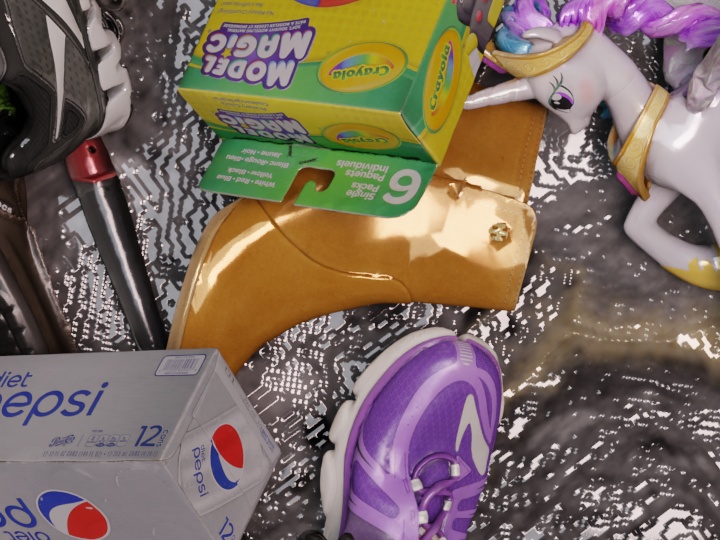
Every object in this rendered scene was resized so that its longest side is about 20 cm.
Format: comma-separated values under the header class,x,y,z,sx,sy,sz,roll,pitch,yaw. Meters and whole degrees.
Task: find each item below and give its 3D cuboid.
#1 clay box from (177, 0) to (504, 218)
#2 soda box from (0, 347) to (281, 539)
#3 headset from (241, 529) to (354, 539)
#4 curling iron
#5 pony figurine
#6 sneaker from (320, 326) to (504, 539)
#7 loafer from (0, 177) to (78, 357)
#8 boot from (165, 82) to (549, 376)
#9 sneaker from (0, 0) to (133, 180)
class,x,y,z,sx,sy,sz,roll,pitch,yaw
clay box,0.002,-0.122,0.896,0.115,0.048,0.200,8,65,31
soda box,-0.139,0.080,0.891,0.200,0.064,0.068,-4,133,30
headset,-0.090,0.135,0.902,0.199,0.094,0.124,2,56,22
curling iron,-0.116,-0.051,0.963,0.049,0.026,0.201,-12,89,4
pony figurine,0.167,-0.083,0.909,0.193,0.167,0.200,-43,104,8
sneaker,0.022,0.126,0.923,0.080,0.083,0.201,16,94,-24
loafer,-0.169,-0.013,0.935,0.073,0.071,0.200,-7,113,33
boot,0.000,0.000,0.939,0.144,0.071,0.202,19,86,2
sneaker,-0.156,-0.122,0.862,0.066,0.091,0.200,11,132,32
